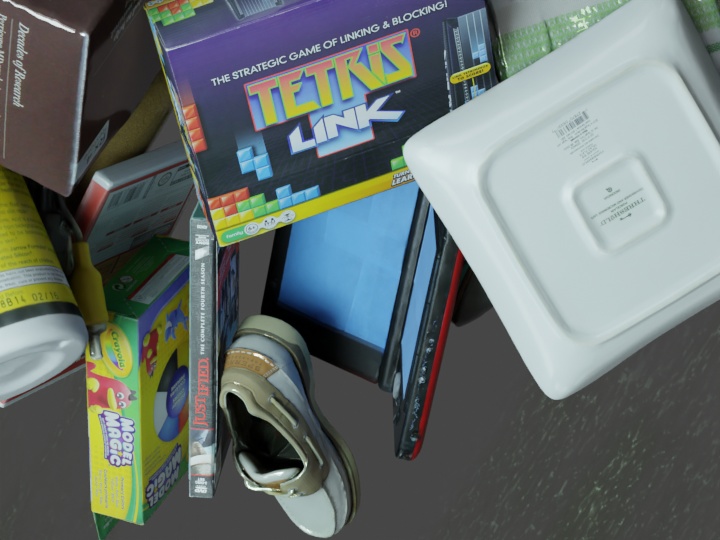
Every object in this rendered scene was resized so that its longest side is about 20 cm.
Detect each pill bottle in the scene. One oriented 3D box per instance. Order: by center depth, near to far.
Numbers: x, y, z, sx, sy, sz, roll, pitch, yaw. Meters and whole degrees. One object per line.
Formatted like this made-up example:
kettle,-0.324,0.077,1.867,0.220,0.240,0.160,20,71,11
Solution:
pill bottle,-0.260,-0.021,1.445,0.111,0.111,0.200,-33,74,30

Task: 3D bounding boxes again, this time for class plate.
plate,0.158,-0.045,1.410,0.199,0.032,0.200,-31,104,2

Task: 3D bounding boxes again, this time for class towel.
towel,0.162,-0.127,1.422,0.149,0.031,0.200,-18,101,4

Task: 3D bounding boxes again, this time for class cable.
cable,-0.205,-0.041,1.506,0.097,0.050,0.200,9,95,36

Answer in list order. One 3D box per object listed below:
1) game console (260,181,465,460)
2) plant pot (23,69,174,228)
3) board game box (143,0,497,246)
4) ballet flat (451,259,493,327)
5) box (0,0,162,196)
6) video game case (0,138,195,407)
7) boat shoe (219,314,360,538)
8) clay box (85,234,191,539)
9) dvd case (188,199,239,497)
game console,0.000,0.000,1.526,0.118,0.172,0.200,9,115,-4
plant pot,-0.215,-0.121,1.575,0.200,0.186,0.186,-40,86,19
board game box,-0.017,-0.119,1.395,0.200,0.057,0.165,-20,135,-7
ballet flat,0.111,-0.043,1.489,0.068,0.068,0.200,20,115,9
box,-0.222,-0.187,1.390,0.200,0.166,0.164,25,145,6
video game case,-0.183,-0.002,1.600,0.017,0.143,0.200,36,117,14
boat shoe,-0.057,0.125,1.580,0.075,0.068,0.200,4,135,29
clay box,-0.151,0.089,1.614,0.048,0.115,0.200,12,122,18
dvd case,-0.102,0.039,1.576,0.022,0.146,0.200,1,108,3
